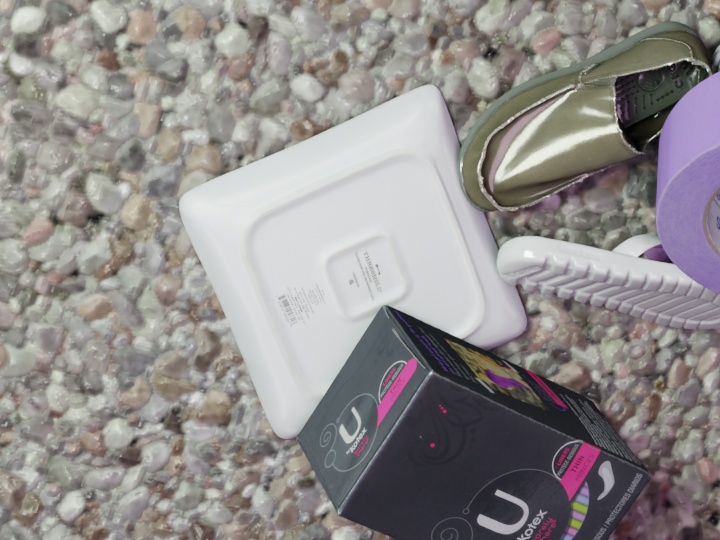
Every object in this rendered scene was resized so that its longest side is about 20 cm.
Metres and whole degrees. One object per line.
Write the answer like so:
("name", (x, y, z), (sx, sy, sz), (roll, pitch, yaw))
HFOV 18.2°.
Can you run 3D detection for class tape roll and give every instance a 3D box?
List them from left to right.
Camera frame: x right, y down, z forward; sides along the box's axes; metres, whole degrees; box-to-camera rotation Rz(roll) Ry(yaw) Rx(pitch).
("tape roll", (0.297, -0.056, 1.496), (0.199, 0.066, 0.200), (6, 144, 4))

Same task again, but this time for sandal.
("sandal", (0.194, -0.004, 1.585), (0.202, 0.082, 0.050), (13, 67, -21))

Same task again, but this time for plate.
("plate", (0.000, 0.000, 1.556), (0.199, 0.032, 0.200), (-24, 111, -5))

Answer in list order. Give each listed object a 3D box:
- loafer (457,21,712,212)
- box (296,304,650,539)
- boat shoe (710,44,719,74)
("loafer", (0.156, -0.105, 1.538), (0.200, 0.070, 0.075), (-34, 111, -3))
("box", (0.078, 0.129, 1.553), (0.200, 0.106, 0.122), (25, 106, -28))
("boat shoe", (0.343, -0.147, 1.573), (0.199, 0.057, 0.069), (-13, 110, -14))
